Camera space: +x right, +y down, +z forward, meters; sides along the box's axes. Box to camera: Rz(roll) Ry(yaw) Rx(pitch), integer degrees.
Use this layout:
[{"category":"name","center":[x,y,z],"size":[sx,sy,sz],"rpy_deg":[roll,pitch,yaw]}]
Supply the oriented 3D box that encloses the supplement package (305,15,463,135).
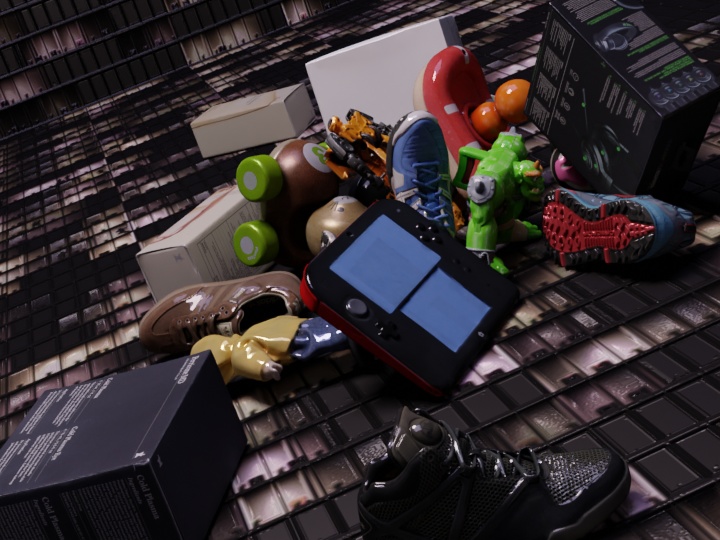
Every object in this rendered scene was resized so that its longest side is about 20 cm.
[{"category":"supplement package","center":[0.049,-0.246,1.760],"size":[0.190,0.148,0.200],"rpy_deg":[-17,9,11]}]

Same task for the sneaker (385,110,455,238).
[{"category":"sneaker","center":[0.074,-0.075,1.410],"size":[0.075,0.202,0.077],"rpy_deg":[-15,29,-18]}]

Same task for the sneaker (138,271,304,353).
[{"category":"sneaker","center":[-0.160,0.052,1.473],"size":[0.198,0.071,0.076],"rpy_deg":[-20,20,3]}]

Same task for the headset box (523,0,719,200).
[{"category":"headset box","center":[0.282,-0.180,1.403],"size":[0.092,0.175,0.200],"rpy_deg":[-27,61,-21]}]

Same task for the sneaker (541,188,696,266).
[{"category":"sneaker","center":[0.264,-0.041,1.337],"size":[0.095,0.080,0.200],"rpy_deg":[-3,10,-27]}]

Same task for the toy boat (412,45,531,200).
[{"category":"toy boat","center":[0.155,-0.182,1.548],"size":[0.130,0.201,0.130],"rpy_deg":[-35,-9,34]}]

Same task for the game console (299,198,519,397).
[{"category":"game console","center":[0.050,0.019,1.260],"size":[0.176,0.031,0.200],"rpy_deg":[33,40,10]}]

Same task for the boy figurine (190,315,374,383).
[{"category":"boy figurine","center":[-0.084,0.084,1.324],"size":[0.198,0.065,0.124],"rpy_deg":[-15,17,16]}]

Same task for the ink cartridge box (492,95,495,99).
[{"category":"ink cartridge box","center":[0.111,-0.200,1.907],"size":[0.199,0.048,0.145],"rpy_deg":[-24,20,-14]}]

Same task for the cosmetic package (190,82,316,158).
[{"category":"cosmetic package","center":[-0.192,-0.268,2.343],"size":[0.198,0.074,0.104],"rpy_deg":[-11,21,25]}]

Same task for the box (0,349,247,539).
[{"category":"box","center":[-0.218,0.177,1.150],"size":[0.181,0.105,0.200],"rpy_deg":[-15,20,16]}]

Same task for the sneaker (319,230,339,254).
[{"category":"sneaker","center":[0.000,0.000,1.378],"size":[0.084,0.078,0.200],"rpy_deg":[2,-2,3]}]

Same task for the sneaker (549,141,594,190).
[{"category":"sneaker","center":[0.263,-0.142,1.574],"size":[0.087,0.074,0.200],"rpy_deg":[-6,19,33]}]

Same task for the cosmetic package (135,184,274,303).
[{"category":"cosmetic package","center":[-0.182,-0.026,1.653],"size":[0.087,0.104,0.200],"rpy_deg":[-9,21,32]}]

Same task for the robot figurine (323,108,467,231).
[{"category":"robot figurine","center":[0.040,-0.115,1.548],"size":[0.058,0.199,0.145],"rpy_deg":[-55,1,29]}]

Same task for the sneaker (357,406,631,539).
[{"category":"sneaker","center":[0.089,0.146,0.925],"size":[0.198,0.115,0.076],"rpy_deg":[-15,22,8]}]

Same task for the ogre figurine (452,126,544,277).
[{"category":"ogre figurine","center":[0.147,-0.072,1.410],"size":[0.098,0.121,0.200],"rpy_deg":[21,38,34]}]

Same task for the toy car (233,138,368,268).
[{"category":"toy car","center":[-0.025,-0.064,1.559],"size":[0.199,0.159,0.164],"rpy_deg":[18,22,35]}]

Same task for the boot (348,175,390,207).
[{"category":"boot","center":[0.099,-0.119,1.680],"size":[0.162,0.074,0.198],"rpy_deg":[7,32,45]}]
